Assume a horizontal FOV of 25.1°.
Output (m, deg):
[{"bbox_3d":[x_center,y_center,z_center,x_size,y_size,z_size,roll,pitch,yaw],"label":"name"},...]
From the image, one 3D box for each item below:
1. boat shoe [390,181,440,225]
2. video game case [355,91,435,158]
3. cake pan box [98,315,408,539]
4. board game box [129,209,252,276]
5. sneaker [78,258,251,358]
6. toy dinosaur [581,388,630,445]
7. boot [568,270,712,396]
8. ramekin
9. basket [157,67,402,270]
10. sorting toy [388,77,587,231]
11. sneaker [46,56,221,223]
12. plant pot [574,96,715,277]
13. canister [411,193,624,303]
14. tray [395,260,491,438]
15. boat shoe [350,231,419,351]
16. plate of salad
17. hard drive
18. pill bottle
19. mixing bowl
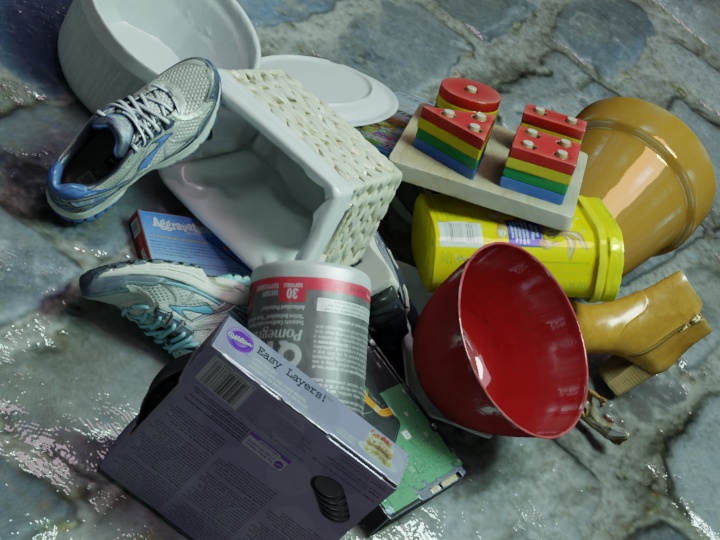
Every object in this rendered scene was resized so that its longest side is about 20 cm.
[{"bbox_3d":[0.111,-0.047,1.807,0.202,0.060,0.072,47,37,4],"label":"boat shoe"},{"bbox_3d":[0.041,-0.162,1.832,0.143,0.018,0.200,26,27,30],"label":"video game case"},{"bbox_3d":[-0.092,0.154,1.321,0.200,0.184,0.052,37,33,-8],"label":"cake pan box"},{"bbox_3d":[-0.126,-0.002,1.577,0.200,0.019,0.103,8,52,-39],"label":"board game box"},{"bbox_3d":[-0.161,0.039,1.451,0.200,0.078,0.086,11,78,-38],"label":"sneaker"},{"bbox_3d":[0.216,0.114,1.771,0.200,0.060,0.106,58,7,25],"label":"toy dinosaur"},{"bbox_3d":[0.294,0.043,1.783,0.201,0.144,0.071,45,9,-37],"label":"boot"},{"bbox_3d":[-0.211,-0.225,1.641,0.200,0.105,0.200,25,41,-24],"label":"ramekin"},{"bbox_3d":[-0.076,-0.095,1.563,0.200,0.136,0.123,42,35,21],"label":"basket"},{"bbox_3d":[0.145,-0.136,1.723,0.199,0.070,0.200,18,26,5],"label":"sorting toy"},{"bbox_3d":[-0.205,-0.123,1.470,0.077,0.200,0.085,44,-7,10],"label":"sneaker"},{"bbox_3d":[0.291,-0.074,1.915,0.200,0.200,0.183,44,53,0],"label":"plant pot"},{"bbox_3d":[0.162,-0.027,1.712,0.200,0.087,0.149,2,23,-8],"label":"canister"},{"bbox_3d":[0.080,0.084,1.684,0.107,0.022,0.200,23,41,-27],"label":"tray"},{"bbox_3d":[0.000,0.000,1.665,0.093,0.075,0.200,58,6,-42],"label":"boat shoe"},{"bbox_3d":[-0.059,-0.188,1.763,0.200,0.048,0.200,8,26,-4],"label":"plate of salad"},{"bbox_3d":[0.000,0.142,1.540,0.200,0.038,0.140,52,37,12],"label":"hard drive"},{"bbox_3d":[-0.050,0.099,1.432,0.111,0.111,0.200,13,73,-35],"label":"pill bottle"},{"bbox_3d":[0.124,0.082,1.599,0.200,0.108,0.200,24,56,-40],"label":"mixing bowl"}]
